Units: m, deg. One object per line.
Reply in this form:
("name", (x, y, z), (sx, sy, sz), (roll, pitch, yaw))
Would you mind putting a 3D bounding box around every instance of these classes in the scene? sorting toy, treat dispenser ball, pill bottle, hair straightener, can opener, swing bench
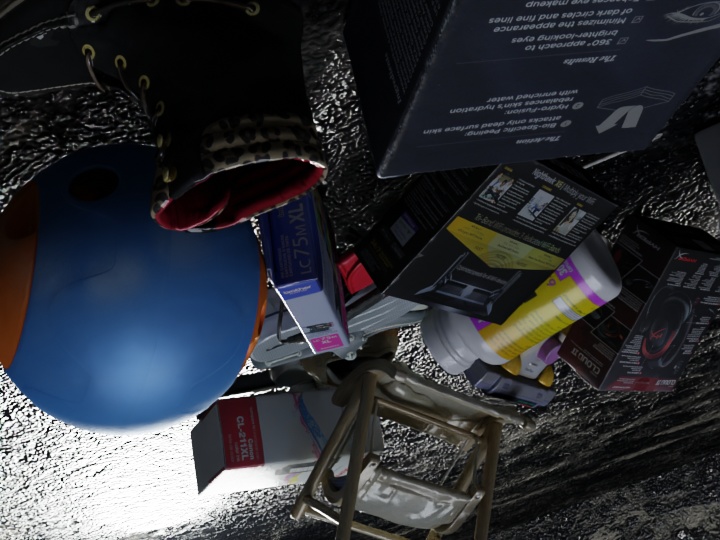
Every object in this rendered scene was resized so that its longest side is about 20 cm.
("sorting toy", (0.227, 0.031, 1.195), (0.180, 0.107, 0.199), (-44, 148, 17))
("treat dispenser ball", (-0.164, 0.013, 0.737), (0.197, 0.204, 0.201), (-12, 158, -5))
("pill bottle", (0.159, 0.028, 1.069), (0.199, 0.105, 0.104), (-34, 151, 23))
("hair straightener", (0.000, 0.000, 0.969), (0.199, 0.077, 0.041), (-35, 162, -7))
("can opener", (-0.109, 0.154, 1.296), (0.197, 0.053, 0.067), (-9, 158, -14))
("swing bench", (0.059, 0.217, 1.157), (0.197, 0.203, 0.129), (24, 172, -27))

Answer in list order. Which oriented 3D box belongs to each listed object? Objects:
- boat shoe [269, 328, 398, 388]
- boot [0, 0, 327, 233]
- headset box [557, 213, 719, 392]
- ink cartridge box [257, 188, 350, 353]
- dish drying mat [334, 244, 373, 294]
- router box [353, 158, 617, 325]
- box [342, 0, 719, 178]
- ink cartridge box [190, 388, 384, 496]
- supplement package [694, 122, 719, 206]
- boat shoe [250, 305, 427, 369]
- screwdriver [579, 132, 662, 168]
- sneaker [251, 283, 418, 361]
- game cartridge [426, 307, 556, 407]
("boat shoe", (-0.035, 0.098, 1.191), (0.074, 0.069, 0.199), (8, 149, -42))
("boot", (-0.116, -0.096, 0.578), (0.197, 0.153, 0.073), (-14, 158, 0))
("headset box", (0.320, 0.050, 1.162), (0.147, 0.075, 0.202), (5, 117, -40))
("ink cartridge box", (-0.047, -0.020, 0.839), (0.041, 0.121, 0.200), (-12, 158, 6))
("dish drying mat", (0.069, -0.044, 0.910), (0.198, 0.018, 0.077), (-33, 159, -3))
("router box", (0.111, -0.036, 0.884), (0.157, 0.052, 0.199), (-47, 147, 19))
("box", (0.108, -0.161, 0.608), (0.193, 0.119, 0.201), (-7, 156, -17))
("ink cartridge box", (-0.089, 0.202, 1.241), (0.197, 0.084, 0.146), (-2, 158, -23))
("supplement package", (0.407, -0.071, 1.002), (0.116, 0.119, 0.200), (-22, 156, 19))
("boat shoe", (-0.025, 0.062, 1.088), (0.196, 0.063, 0.073), (-7, -167, -5))
("screwdriver", (0.184, -0.083, 0.956), (0.197, 0.030, 0.028), (-18, 158, 9))
("sneaker", (-0.026, 0.021, 1.019), (0.197, 0.072, 0.073), (-17, 151, -9))
("game cartridge", (0.150, 0.099, 1.229), (0.038, 0.130, 0.199), (-43, 148, 17))
